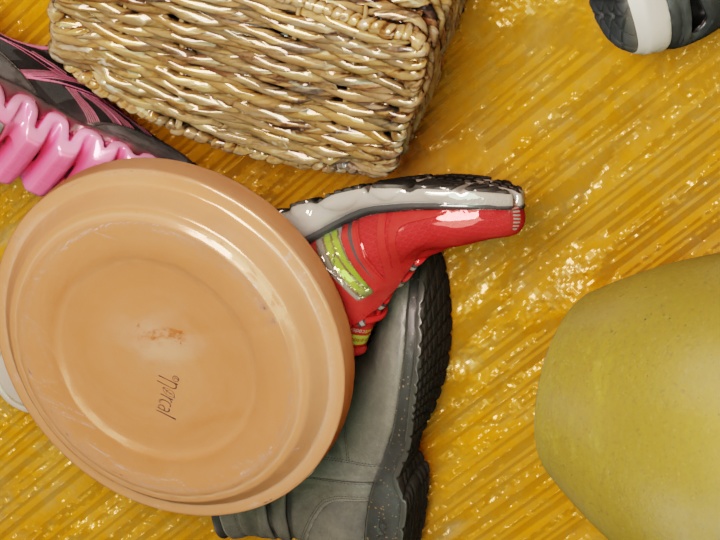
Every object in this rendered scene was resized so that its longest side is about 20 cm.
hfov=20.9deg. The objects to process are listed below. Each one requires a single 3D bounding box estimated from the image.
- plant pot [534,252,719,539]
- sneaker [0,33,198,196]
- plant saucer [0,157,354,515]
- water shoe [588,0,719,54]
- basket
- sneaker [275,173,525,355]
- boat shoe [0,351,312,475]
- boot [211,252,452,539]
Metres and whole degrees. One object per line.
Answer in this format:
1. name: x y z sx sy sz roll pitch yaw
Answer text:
1. plant pot: 0.174 0.074 0.998 0.141 0.200 0.201 13 115 32
2. sneaker: -0.152 -0.078 1.041 0.199 0.096 0.079 28 132 -28
3. plant saucer: -0.101 0.040 1.011 0.199 0.032 0.201 9 118 18
4. water shoe: 0.141 -0.209 0.954 0.078 0.071 0.201 -15 109 -14
5. basket: -0.044 -0.153 1.000 0.199 0.150 0.143 18 146 3
6. sneaker: 0.000 0.000 1.017 0.199 0.077 0.085 -14 90 26
7. boat shoe: -0.106 0.063 1.078 0.199 0.057 0.067 14 116 17
8. boot: -0.024 0.073 1.087 0.130 0.068 0.201 13 109 14
